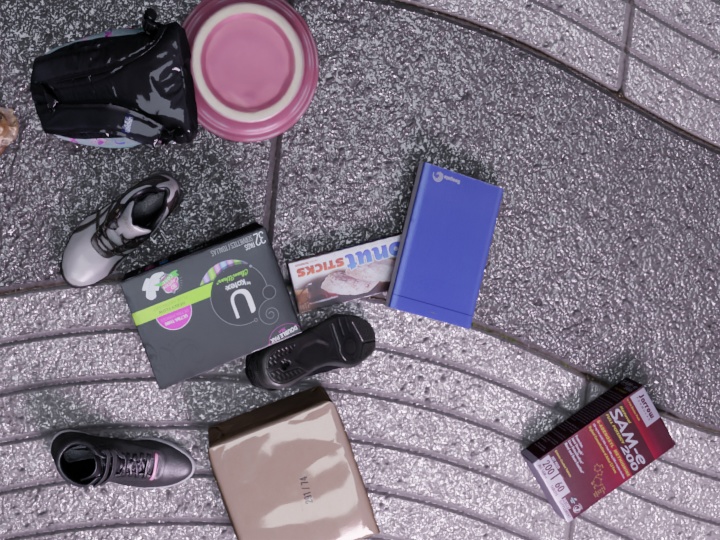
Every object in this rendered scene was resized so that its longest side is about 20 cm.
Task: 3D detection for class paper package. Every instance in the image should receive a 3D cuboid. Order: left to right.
[{"bbox_3d":[-0.095,0.287,1.394,0.187,0.103,0.204,-20,99,-8],"label":"paper package"}]

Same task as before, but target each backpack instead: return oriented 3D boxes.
[{"bbox_3d":[-0.309,-0.221,1.285,0.195,0.127,0.171,-7,87,2],"label":"backpack"}]

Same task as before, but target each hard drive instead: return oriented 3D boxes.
[{"bbox_3d":[0.117,-0.033,1.419,0.130,0.025,0.204,15,88,-22],"label":"hard drive"}]

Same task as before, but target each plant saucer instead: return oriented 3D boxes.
[{"bbox_3d":[-0.150,-0.273,1.355,0.196,0.051,0.205,-1,96,-11],"label":"plant saucer"}]

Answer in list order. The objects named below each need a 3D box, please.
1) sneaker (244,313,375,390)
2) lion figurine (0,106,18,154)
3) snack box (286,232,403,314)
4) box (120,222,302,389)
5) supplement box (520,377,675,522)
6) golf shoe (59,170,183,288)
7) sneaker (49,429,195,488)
[{"bbox_3d":[-0.076,0.112,1.401,0.197,0.113,0.078,-19,95,-36],"label":"sneaker"},{"bbox_3d":[-0.508,-0.117,1.305,0.120,0.073,0.204,5,109,-23],"label":"lion figurine"},{"bbox_3d":[0.000,0.000,1.421,0.196,0.024,0.073,-15,98,-9],"label":"snack box"},{"bbox_3d":[-0.197,0.042,1.341,0.197,0.124,0.151,-22,98,-8],"label":"box"},{"bbox_3d":[0.346,0.260,1.490,0.198,0.061,0.110,-34,100,-6],"label":"supplement box"},{"bbox_3d":[-0.316,-0.054,1.326,0.200,0.094,0.078,-45,102,-1],"label":"golf shoe"},{"bbox_3d":[-0.316,0.260,1.354,0.196,0.099,0.072,12,92,-12],"label":"sneaker"}]
